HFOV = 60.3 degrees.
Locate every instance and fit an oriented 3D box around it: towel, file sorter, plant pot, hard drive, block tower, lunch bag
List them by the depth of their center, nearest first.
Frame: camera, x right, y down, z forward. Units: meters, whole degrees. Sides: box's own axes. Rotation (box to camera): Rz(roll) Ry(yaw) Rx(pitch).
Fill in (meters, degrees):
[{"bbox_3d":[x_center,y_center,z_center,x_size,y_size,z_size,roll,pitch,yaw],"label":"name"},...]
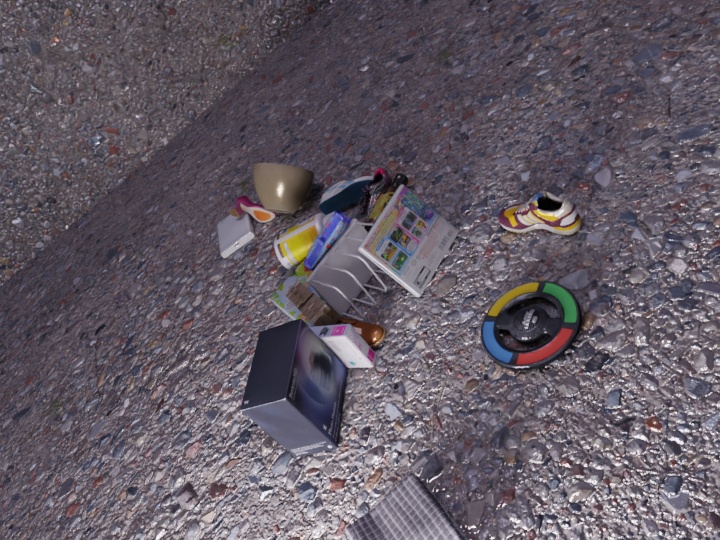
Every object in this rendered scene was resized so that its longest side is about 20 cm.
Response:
[{"bbox_3d":[0.079,0.446,1.003,0.165,0.086,0.200,-43,36,-6],"label":"towel"},{"bbox_3d":[-0.115,0.087,1.479,0.054,0.058,0.200,-47,31,-5],"label":"block tower"},{"bbox_3d":[0.000,0.000,1.492,0.124,0.139,0.201,11,59,52],"label":"file sorter"},{"bbox_3d":[-0.081,-0.074,1.572,0.152,0.093,0.200,-56,-8,6],"label":"lunch bag"},{"bbox_3d":[-0.253,-0.257,1.989,0.198,0.198,0.138,5,90,44],"label":"plant pot"},{"bbox_3d":[-0.430,-0.139,2.132,0.131,0.027,0.201,-34,36,8],"label":"hard drive"}]

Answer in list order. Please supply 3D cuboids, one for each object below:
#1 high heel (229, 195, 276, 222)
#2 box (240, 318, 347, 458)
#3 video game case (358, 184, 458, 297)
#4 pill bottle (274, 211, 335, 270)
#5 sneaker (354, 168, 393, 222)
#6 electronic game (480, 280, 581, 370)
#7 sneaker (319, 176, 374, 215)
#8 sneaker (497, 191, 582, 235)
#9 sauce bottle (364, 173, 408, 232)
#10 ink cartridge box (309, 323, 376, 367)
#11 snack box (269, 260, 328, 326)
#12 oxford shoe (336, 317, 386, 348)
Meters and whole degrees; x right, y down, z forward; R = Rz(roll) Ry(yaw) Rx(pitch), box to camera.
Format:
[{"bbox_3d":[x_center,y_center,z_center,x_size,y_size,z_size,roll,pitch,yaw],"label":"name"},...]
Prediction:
[{"bbox_3d":[-0.350,-0.218,2.108,0.197,0.068,0.097,3,45,35],"label":"high heel"},{"bbox_3d":[-0.131,0.248,1.305,0.121,0.199,0.202,-19,41,25],"label":"box"},{"bbox_3d":[0.115,-0.072,1.451,0.201,0.181,0.024,-56,8,-22],"label":"video game case"},{"bbox_3d":[-0.137,-0.088,1.743,0.197,0.110,0.110,-26,38,19],"label":"pill bottle"},{"bbox_3d":[0.027,-0.196,1.740,0.080,0.075,0.202,2,53,43],"label":"sneaker"},{"bbox_3d":[0.322,0.102,1.185,0.197,0.042,0.202,-24,38,20],"label":"electronic game"},{"bbox_3d":[-0.034,-0.238,1.841,0.197,0.077,0.082,-19,38,23],"label":"sneaker"},{"bbox_3d":[0.378,-0.133,1.343,0.198,0.090,0.076,7,55,45],"label":"sneaker"},{"bbox_3d":[0.075,-0.181,1.689,0.064,0.065,0.202,-1,53,41],"label":"sauce bottle"},{"bbox_3d":[-0.075,0.174,1.400,0.197,0.120,0.042,-10,44,35],"label":"ink cartridge box"},{"bbox_3d":[-0.137,0.069,1.625,0.143,0.053,0.199,-49,37,-10],"label":"snack box"},{"bbox_3d":[-0.029,0.141,1.437,0.197,0.072,0.072,-3,47,38],"label":"oxford shoe"}]
